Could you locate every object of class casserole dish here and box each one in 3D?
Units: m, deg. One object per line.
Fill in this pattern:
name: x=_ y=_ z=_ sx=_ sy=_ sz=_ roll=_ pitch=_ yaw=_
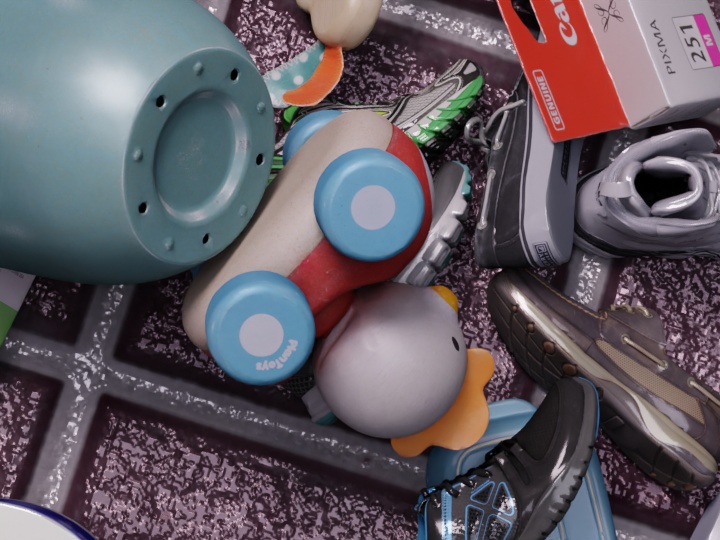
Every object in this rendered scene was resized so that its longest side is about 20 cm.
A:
casserole dish: x=0.114 y=0.184 z=1.114 sx=0.120 sy=0.039 sz=0.201 roll=-11 pitch=81 yaw=-6

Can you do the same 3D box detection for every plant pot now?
plant pot: x=-0.148 y=-0.081 z=0.975 sx=0.160 sy=0.200 sz=0.201 roll=18 pitch=78 yaw=35

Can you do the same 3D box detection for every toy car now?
toy car: x=0.013 y=0.024 z=1.018 sx=0.200 sy=0.184 sz=0.177 roll=41 pitch=94 yaw=-16

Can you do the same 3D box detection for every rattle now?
rattle: x=0.019 y=-0.184 z=1.144 sx=0.130 sy=0.143 sz=0.201 roll=-11 pitch=68 yaw=39

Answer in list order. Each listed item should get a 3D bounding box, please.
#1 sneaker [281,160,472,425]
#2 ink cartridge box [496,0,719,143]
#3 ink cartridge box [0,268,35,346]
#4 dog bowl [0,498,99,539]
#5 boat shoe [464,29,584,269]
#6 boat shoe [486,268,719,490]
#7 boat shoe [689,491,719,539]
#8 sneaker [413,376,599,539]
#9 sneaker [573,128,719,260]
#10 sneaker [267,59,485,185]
sneaker: x=0.000 y=0.000 z=1.118 sx=0.091 sy=0.078 sz=0.200 roll=34 pitch=79 yaw=6
ink cartridge box: x=0.160 y=-0.193 z=1.127 sx=0.173 sy=0.043 sz=0.201 roll=-14 pitch=80 yaw=-45
ink cartridge box: x=-0.259 y=-0.056 z=1.063 sx=0.084 sy=0.146 sz=0.201 roll=19 pitch=78 yaw=26
dog bowl: x=-0.238 y=0.244 z=1.059 sx=0.199 sy=0.079 sz=0.201 roll=1 pitch=81 yaw=-4
boat shoe: x=0.110 y=-0.083 z=1.124 sx=0.068 sy=0.074 sz=0.200 roll=-8 pitch=55 yaw=24
boat shoe: x=0.170 y=0.061 z=1.127 sx=0.200 sy=0.074 sz=0.073 roll=43 pitch=69 yaw=-4
boat shoe: x=0.225 y=0.246 z=1.101 sx=0.066 sy=0.070 sz=0.201 roll=27 pitch=73 yaw=2
sneaker: x=0.082 y=0.147 z=1.061 sx=0.082 sy=0.073 sz=0.201 roll=31 pitch=80 yaw=1
sneaker: x=0.241 y=-0.048 z=1.119 sx=0.199 sy=0.115 sz=0.076 roll=-2 pitch=82 yaw=-4
sneaker: x=-0.005 y=-0.092 z=1.128 sx=0.199 sy=0.078 sz=0.085 roll=-29 pitch=83 yaw=-7
